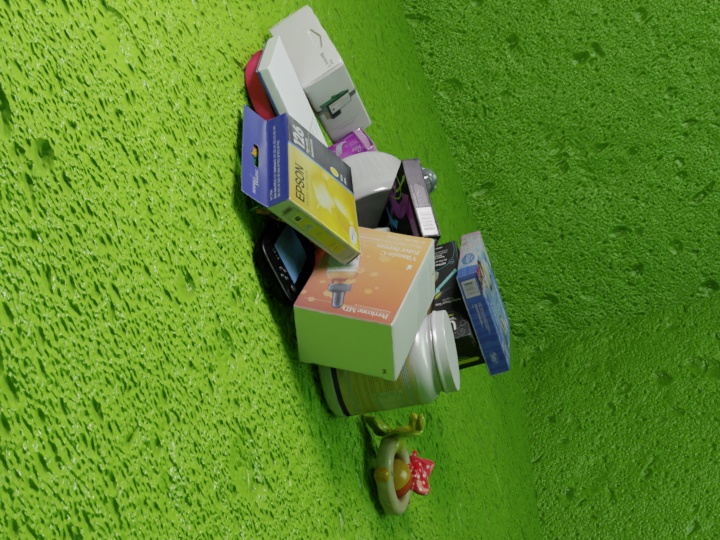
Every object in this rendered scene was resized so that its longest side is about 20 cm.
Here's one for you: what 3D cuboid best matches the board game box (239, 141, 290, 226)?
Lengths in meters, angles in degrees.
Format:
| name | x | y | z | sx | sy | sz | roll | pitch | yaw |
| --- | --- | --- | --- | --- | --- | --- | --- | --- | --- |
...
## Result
| name | x | y | z | sx | sy | sz | roll | pitch | yaw |
| --- | --- | --- | --- | --- | --- | --- | --- | --- | --- |
| board game box | -0.097 | -0.112 | 1.575 | 0.199 | 0.023 | 0.106 | 17 | 53 | -52 |

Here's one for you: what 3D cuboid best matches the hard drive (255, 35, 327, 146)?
| name | x | y | z | sx | sy | sz | roll | pitch | yaw |
| --- | --- | --- | --- | --- | --- | --- | --- | --- | --- |
| hard drive | -0.104 | -0.250 | 1.676 | 0.133 | 0.025 | 0.202 | -84 | 154 | -57 |

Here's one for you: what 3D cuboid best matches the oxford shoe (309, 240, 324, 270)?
| name | x | y | z | sx | sy | sz | roll | pitch | yaw |
| --- | --- | --- | --- | --- | --- | --- | --- | --- | --- |
| oxford shoe | -0.069 | -0.045 | 1.707 | 0.073 | 0.070 | 0.203 | -124 | -162 | -66 |

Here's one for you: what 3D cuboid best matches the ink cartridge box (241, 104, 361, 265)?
| name | x | y | z | sx | sy | sz | roll | pitch | yaw |
| --- | --- | --- | --- | --- | --- | --- | --- | --- | --- |
| ink cartridge box | -0.084 | -0.133 | 1.530 | 0.199 | 0.047 | 0.199 | 39 | 31 | -35 |

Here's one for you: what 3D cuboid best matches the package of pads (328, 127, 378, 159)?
| name | x | y | z | sx | sy | sz | roll | pitch | yaw |
| --- | --- | --- | --- | --- | --- | --- | --- | --- | --- |
| package of pads | -0.004 | -0.145 | 1.922 | 0.076 | 0.120 | 0.201 | 54 | -4 | 43 |

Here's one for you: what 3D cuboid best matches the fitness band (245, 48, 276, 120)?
| name | x | y | z | sx | sy | sz | roll | pitch | yaw |
| --- | --- | --- | --- | --- | --- | --- | --- | --- | --- |
| fitness band | -0.137 | -0.277 | 1.706 | 0.201 | 0.037 | 0.145 | -78 | 148 | -65 |

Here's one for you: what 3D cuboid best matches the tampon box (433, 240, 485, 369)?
| name | x | y | z | sx | sy | sz | roll | pitch | yaw |
| --- | --- | --- | --- | --- | --- | --- | --- | --- | --- |
| tampon box | 0.139 | 0.078 | 1.996 | 0.127 | 0.148 | 0.203 | 54 | 25 | -54 |

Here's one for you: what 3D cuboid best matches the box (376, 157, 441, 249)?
| name | x | y | z | sx | sy | sz | roll | pitch | yaw |
| --- | --- | --- | --- | --- | --- | --- | --- | --- | --- |
| box | 0.072 | -0.059 | 1.687 | 0.201 | 0.035 | 0.145 | 108 | -27 | -57 |

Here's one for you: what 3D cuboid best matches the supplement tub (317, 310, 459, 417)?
| name | x | y | z | sx | sy | sz | roll | pitch | yaw |
| --- | --- | --- | --- | --- | --- | --- | --- | --- | --- |
| supplement tub | 0.044 | 0.138 | 1.637 | 0.145 | 0.197 | 0.148 | -10 | 90 | -79 |

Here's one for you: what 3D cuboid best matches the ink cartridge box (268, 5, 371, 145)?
| name | x | y | z | sx | sy | sz | roll | pitch | yaw |
| --- | --- | --- | --- | --- | --- | --- | --- | --- | --- |
| ink cartridge box | -0.068 | -0.332 | 1.837 | 0.147 | 0.084 | 0.200 | 60 | 2 | 27 |

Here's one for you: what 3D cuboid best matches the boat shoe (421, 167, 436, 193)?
| name | x | y | z | sx | sy | sz | roll | pitch | yaw |
| --- | --- | --- | --- | --- | --- | --- | --- | --- | --- |
| boat shoe | 0.100 | -0.147 | 1.946 | 0.073 | 0.061 | 0.200 | 54 | -5 | 0 |

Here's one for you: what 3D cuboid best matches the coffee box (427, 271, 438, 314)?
| name | x | y | z | sx | sy | sz | roll | pitch | yaw |
| --- | --- | --- | --- | --- | --- | --- | --- | --- | --- |
| coffee box | 0.060 | 0.090 | 1.831 | 0.112 | 0.079 | 0.203 | 16 | 82 | -53 |

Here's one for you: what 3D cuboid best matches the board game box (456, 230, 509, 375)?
| name | x | y | z | sx | sy | sz | roll | pitch | yaw |
| --- | --- | --- | --- | --- | --- | --- | --- | --- | --- |
| board game box | 0.229 | 0.057 | 1.973 | 0.200 | 0.043 | 0.202 | -74 | 146 | -66 |

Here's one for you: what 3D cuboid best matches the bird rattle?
| name | x | y | z | sx | sy | sz | roll | pitch | yaw |
| --- | --- | --- | --- | --- | --- | --- | --- | --- | --- |
| bird rattle | 0.056 | 0.337 | 1.809 | 0.164 | 0.111 | 0.202 | -67 | 155 | -51 |

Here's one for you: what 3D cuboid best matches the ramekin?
| name | x | y | z | sx | sy | sz | roll | pitch | yaw |
| --- | --- | --- | --- | --- | --- | --- | --- | --- | --- |
| ramekin | 0.005 | -0.114 | 1.801 | 0.095 | 0.200 | 0.202 | 67 | 8 | 27 |

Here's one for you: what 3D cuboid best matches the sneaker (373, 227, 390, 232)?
| name | x | y | z | sx | sy | sz | roll | pitch | yaw |
| --- | --- | --- | --- | --- | --- | --- | --- | --- | --- |
| sneaker | 0.000 | 0.000 | 1.759 | 0.200 | 0.077 | 0.101 | 143 | -65 | -69 |

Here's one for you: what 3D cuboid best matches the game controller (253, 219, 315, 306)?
| name | x | y | z | sx | sy | sz | roll | pitch | yaw |
| --- | --- | --- | --- | --- | --- | --- | --- | --- | --- |
| game controller | -0.107 | -0.024 | 1.544 | 0.200 | 0.041 | 0.106 | -72 | 145 | -68 |

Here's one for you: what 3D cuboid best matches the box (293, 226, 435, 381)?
| name | x | y | z | sx | sy | sz | roll | pitch | yaw |
| --- | --- | --- | --- | --- | --- | --- | --- | --- | --- |
| box | 0.010 | 0.042 | 1.544 | 0.201 | 0.150 | 0.108 | -61 | 155 | -47 |
